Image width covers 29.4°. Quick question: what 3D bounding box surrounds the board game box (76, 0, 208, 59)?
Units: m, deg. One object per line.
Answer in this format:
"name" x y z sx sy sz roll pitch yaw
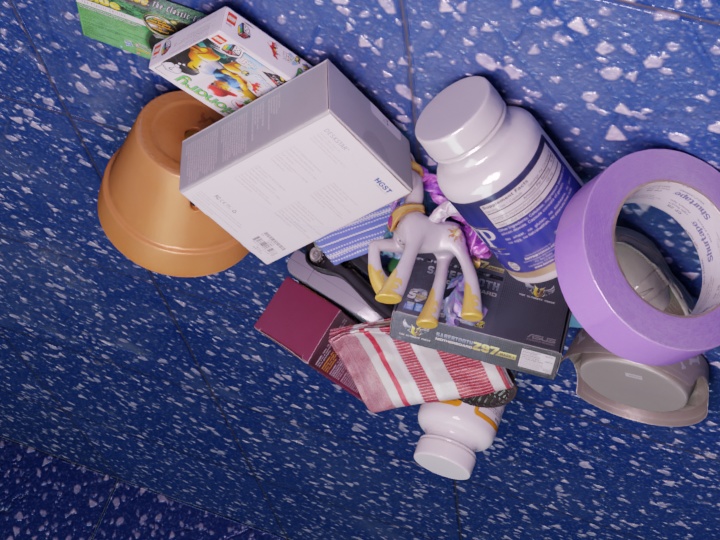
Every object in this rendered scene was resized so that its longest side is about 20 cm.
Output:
"board game box" -0.213 -0.257 1.488 0.198 0.024 0.105 21 159 3

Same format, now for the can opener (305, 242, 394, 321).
"can opener" 0.000 0.000 1.740 0.078 0.064 0.200 5 -157 -44

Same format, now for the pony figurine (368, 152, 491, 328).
"pony figurine" 0.094 -0.039 1.516 0.191 0.202 0.167 12 154 -18

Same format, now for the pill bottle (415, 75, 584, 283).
"pill bottle" 0.146 -0.094 1.383 0.119 0.120 0.200 -5 136 47

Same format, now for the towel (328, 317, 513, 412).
"towel" 0.073 0.114 1.702 0.198 0.023 0.145 -12 128 25

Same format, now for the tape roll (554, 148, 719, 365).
"tape roll" 0.291 -0.013 1.332 0.199 0.202 0.066 26 158 -9

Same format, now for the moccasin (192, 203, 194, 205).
"moccasin" -0.185 -0.061 1.831 0.080 0.069 0.199 34 155 -25

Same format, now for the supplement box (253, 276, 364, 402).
"supplement box" -0.041 0.100 1.889 0.110 0.086 0.200 31 175 35

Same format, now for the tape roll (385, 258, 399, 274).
"tape roll" 0.118 0.047 1.759 0.200 0.048 0.201 34 163 12

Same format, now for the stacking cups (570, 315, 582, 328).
"stacking cups" 0.270 0.050 1.674 0.199 0.061 0.060 1 149 47

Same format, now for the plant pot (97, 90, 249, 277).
"plant pot" -0.203 -0.113 1.602 0.198 0.201 0.141 22 141 1

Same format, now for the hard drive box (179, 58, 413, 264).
"hard drive box" -0.068 -0.110 1.458 0.199 0.077 0.156 -24 137 25

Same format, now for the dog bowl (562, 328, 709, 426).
"dog bowl" 0.356 0.130 1.768 0.198 0.059 0.200 18 156 8

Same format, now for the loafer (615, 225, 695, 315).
"loafer" 0.319 0.019 1.527 0.070 0.070 0.199 -35 130 25

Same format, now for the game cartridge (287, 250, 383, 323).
"game cartridge" -0.008 0.045 1.855 0.199 0.042 0.133 33 179 14

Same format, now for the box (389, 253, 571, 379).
"box" 0.147 0.032 1.594 0.198 0.158 0.051 15 135 7

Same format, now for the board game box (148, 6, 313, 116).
"board game box" -0.110 -0.198 1.463 0.199 0.035 0.126 31 149 -34

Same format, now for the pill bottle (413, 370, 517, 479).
"pill bottle" 0.143 0.178 1.882 0.110 0.201 0.111 19 157 8

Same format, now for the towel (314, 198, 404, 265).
"towel" -0.016 -0.079 1.625 0.144 0.024 0.200 -18 140 21

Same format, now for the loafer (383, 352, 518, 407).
"loafer" 0.116 0.103 1.745 0.199 0.071 0.073 30 132 -10
